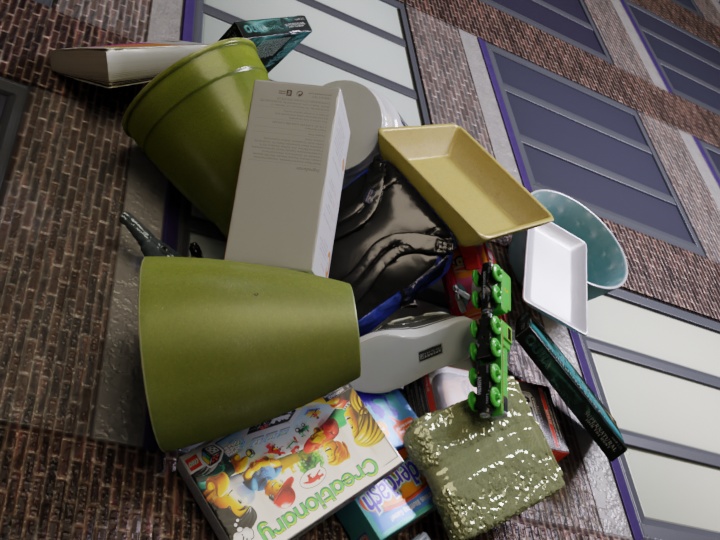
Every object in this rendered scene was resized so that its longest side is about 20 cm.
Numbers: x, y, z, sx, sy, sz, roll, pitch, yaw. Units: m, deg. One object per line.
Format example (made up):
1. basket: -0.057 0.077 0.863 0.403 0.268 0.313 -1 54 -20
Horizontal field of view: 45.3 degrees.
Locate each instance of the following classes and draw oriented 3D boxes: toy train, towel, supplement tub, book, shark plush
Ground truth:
1. toy train: 0.156 0.084 1.022 0.056 0.041 0.203 38 47 -42
2. towel: 0.145 0.215 0.990 0.198 0.036 0.150 -16 74 -40
3. supplement tub: 0.002 -0.164 1.188 0.146 0.144 0.200 54 8 20
4. book: -0.300 -0.291 1.178 0.132 0.049 0.199 17 26 36
5. shark plush: -0.190 0.000 0.989 0.200 0.084 0.090 49 41 14

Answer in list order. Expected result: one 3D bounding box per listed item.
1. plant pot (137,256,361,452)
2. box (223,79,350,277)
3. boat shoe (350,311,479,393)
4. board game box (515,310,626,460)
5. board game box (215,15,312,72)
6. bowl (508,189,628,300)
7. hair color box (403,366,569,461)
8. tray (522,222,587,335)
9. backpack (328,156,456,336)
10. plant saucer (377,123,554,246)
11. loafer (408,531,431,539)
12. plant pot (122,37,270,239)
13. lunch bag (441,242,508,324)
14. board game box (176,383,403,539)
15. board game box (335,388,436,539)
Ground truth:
1. plant pot: -0.102 0.069 0.849 0.197 0.188 0.189 -7 50 -6
2. box: -0.076 -0.087 0.949 0.096 0.124 0.203 7 77 6
3. boat shoe: 0.049 0.094 1.031 0.198 0.072 0.063 -10 18 -30
4. board game box: 0.279 0.149 1.163 0.201 0.028 0.135 52 12 1
5. board game box: -0.172 -0.279 1.186 0.135 0.199 0.028 -25 86 -48
6. bowl: 0.314 -0.021 1.377 0.199 0.105 0.203 21 43 -20
7. hair color box: 0.159 0.188 1.088 0.198 0.061 0.103 13 46 -27
8. tray: 0.273 0.004 1.223 0.106 0.022 0.201 28 41 -10
9. backpack: 0.000 0.000 1.076 0.199 0.168 0.163 -37 71 -17
10. plant saucer: 0.128 -0.105 1.111 0.200 0.049 0.199 48 33 20
11. loafer: 0.022 0.328 0.844 0.199 0.072 0.063 -23 73 -49
12. plant pot: -0.163 -0.151 1.091 0.200 0.200 0.194 -29 83 -49
13. lunch bag: 0.149 -0.008 1.185 0.081 0.177 0.202 -13 51 7
14. board game box: -0.069 0.198 0.880 0.199 0.035 0.127 -28 70 -29
15. board game box: 0.007 0.198 0.977 0.151 0.045 0.201 -16 63 -46
